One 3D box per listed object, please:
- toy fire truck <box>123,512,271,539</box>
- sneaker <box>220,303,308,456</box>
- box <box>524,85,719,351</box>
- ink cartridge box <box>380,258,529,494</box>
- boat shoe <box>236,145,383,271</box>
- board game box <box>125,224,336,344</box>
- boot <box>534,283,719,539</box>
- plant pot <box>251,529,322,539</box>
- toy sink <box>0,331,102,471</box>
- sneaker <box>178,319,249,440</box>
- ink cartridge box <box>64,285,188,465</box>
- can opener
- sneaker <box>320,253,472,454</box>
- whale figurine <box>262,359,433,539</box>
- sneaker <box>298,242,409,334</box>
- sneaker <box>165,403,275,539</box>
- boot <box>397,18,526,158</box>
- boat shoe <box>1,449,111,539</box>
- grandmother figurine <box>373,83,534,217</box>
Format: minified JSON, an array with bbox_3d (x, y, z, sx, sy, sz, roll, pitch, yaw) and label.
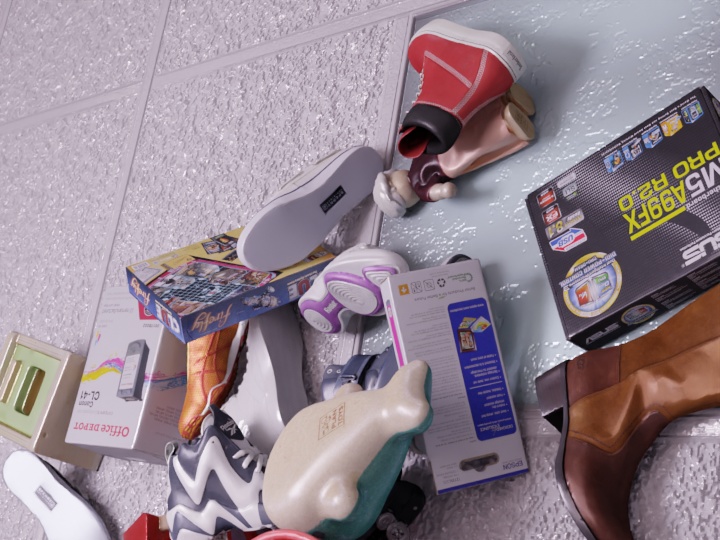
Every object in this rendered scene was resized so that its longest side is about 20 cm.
[{"bbox_3d":[-0.173,0.305,1.297,0.199,0.048,0.143,-36,48,25],"label":"toy fire truck"},{"bbox_3d":[-0.120,0.121,1.318,0.115,0.073,0.202,-36,45,31],"label":"sneaker"},{"bbox_3d":[0.253,-0.044,1.059,0.199,0.044,0.162,-32,51,29],"label":"box"},{"bbox_3d":[0.086,0.096,1.094,0.037,0.093,0.203,133,126,-70],"label":"ink cartridge box"},{"bbox_3d":[-0.065,-0.073,1.323,0.200,0.071,0.069,-43,28,-19],"label":"boat shoe"},{"bbox_3d":[-0.142,0.005,1.321,0.135,0.198,0.035,34,136,46],"label":"board game box"},{"bbox_3d":[0.256,0.127,0.980,0.198,0.068,0.190,-28,46,23],"label":"boot"},{"bbox_3d":[-0.020,0.342,1.036,0.198,0.176,0.204,-19,60,36],"label":"plant pot"},{"bbox_3d":[-0.413,0.162,1.549,0.198,0.111,0.132,13,79,46],"label":"toy sink"},{"bbox_3d":[-0.174,0.096,1.368,0.073,0.076,0.203,105,-178,-70],"label":"sneaker"},{"bbox_3d":[-0.263,0.124,1.444,0.146,0.085,0.203,-3,67,42],"label":"ink cartridge box"},{"bbox_3d":[-0.013,0.275,1.147,0.201,0.063,0.079,-53,20,4],"label":"can opener"},{"bbox_3d":[0.037,0.077,1.187,0.145,0.077,0.205,-4,58,51],"label":"sneaker"},{"bbox_3d":[0.003,0.167,1.063,0.199,0.103,0.160,-40,25,24],"label":"whale figurine"},{"bbox_3d":[0.000,0.000,1.222,0.100,0.075,0.199,-54,12,-25],"label":"sneaker"},{"bbox_3d":[-0.110,0.193,1.205,0.196,0.079,0.132,-15,86,13],"label":"sneaker"},{"bbox_3d":[0.070,-0.184,1.240,0.145,0.072,0.200,-47,26,-5],"label":"boot"},{"bbox_3d":[-0.363,0.302,1.465,0.198,0.068,0.074,37,86,22],"label":"boat shoe"},{"bbox_3d":[0.091,-0.114,1.244,0.199,0.061,0.122,-31,25,34],"label":"grandmother figurine"}]
